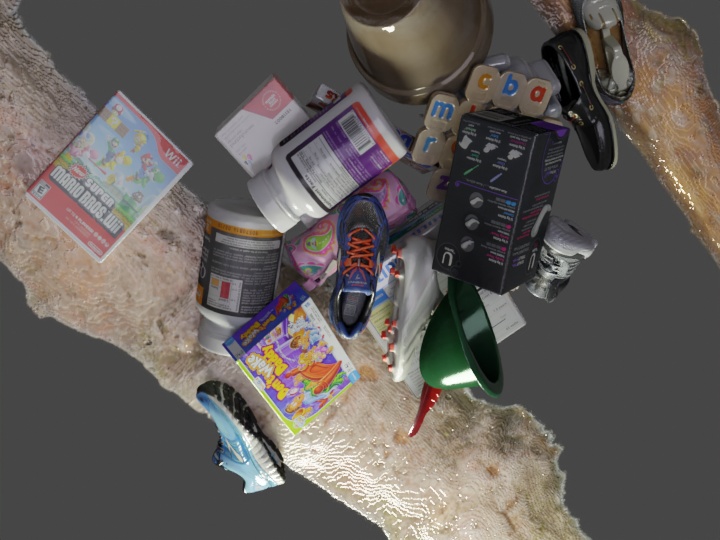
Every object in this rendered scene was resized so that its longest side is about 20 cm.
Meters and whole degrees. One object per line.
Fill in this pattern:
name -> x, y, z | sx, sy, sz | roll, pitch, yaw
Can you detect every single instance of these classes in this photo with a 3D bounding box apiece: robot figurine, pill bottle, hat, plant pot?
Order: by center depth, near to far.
plant pot -> 0.055, -0.328, 1.194 | 0.196, 0.173, 0.205 | -2, 83, 19
pill bottle -> -0.046, -0.141, 1.240 | 0.198, 0.112, 0.112 | -35, 107, 9
hat -> 0.084, 0.119, 1.269 | 0.173, 0.165, 0.204 | -21, 86, 21
robot figurine -> 0.176, -0.222, 1.313 | 0.196, 0.114, 0.171 | -18, 135, -2
pill bottle -> -0.171, 0.009, 1.341 | 0.114, 0.117, 0.204 | 9, 105, -9

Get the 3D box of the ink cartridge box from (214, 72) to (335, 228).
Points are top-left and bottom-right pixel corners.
ink cartridge box -> -0.094, -0.157, 1.326 | 0.116, 0.068, 0.200 | -41, 107, 7

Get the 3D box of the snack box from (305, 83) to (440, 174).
snack box -> 0.020, -0.195, 1.324 | 0.197, 0.072, 0.025 | 28, 82, -13

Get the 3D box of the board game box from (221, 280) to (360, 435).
board game box -> -0.094, 0.129, 1.361 | 0.134, 0.045, 0.201 | -40, 136, -10

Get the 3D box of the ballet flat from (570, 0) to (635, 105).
ballet flat -> 0.343, -0.328, 1.325 | 0.071, 0.072, 0.204 | -18, 107, 0

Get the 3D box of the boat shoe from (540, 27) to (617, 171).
boat shoe -> 0.306, -0.233, 1.341 | 0.062, 0.073, 0.205 | -24, 102, -18

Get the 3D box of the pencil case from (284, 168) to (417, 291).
pencil case -> -0.014, -0.058, 1.352 | 0.199, 0.088, 0.088 | -37, 107, 2

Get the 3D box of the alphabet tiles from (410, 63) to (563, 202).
alphabet tiles -> 0.168, -0.173, 1.265 | 0.196, 0.015, 0.199 | 9, 121, -19

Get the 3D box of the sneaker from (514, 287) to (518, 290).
sneaker -> 0.208, -0.054, 1.343 | 0.076, 0.202, 0.079 | 15, 138, -1

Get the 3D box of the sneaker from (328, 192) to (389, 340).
sneaker -> 0.000, 0.000, 1.249 | 0.073, 0.079, 0.205 | 3, 106, -4

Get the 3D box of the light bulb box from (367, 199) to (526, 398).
light bulb box -> 0.099, 0.032, 1.373 | 0.196, 0.125, 0.202 | -33, 106, 5

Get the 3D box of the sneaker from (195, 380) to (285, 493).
sneaker -> -0.194, 0.259, 1.434 | 0.089, 0.079, 0.202 | -29, 107, 6

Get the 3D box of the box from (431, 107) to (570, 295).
box -> 0.175, -0.089, 1.195 | 0.104, 0.122, 0.204 | 20, 110, 28

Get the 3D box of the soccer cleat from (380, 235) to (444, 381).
soccer cleat -> 0.074, 0.054, 1.279 | 0.076, 0.069, 0.205 | 2, 105, -13

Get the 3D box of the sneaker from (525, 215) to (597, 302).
sneaker -> 0.274, -0.011, 1.352 | 0.075, 0.199, 0.115 | 38, 105, 15

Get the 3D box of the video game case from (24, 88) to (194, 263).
video game case -> -0.350, -0.129, 1.332 | 0.200, 0.017, 0.143 | -45, 106, 7
